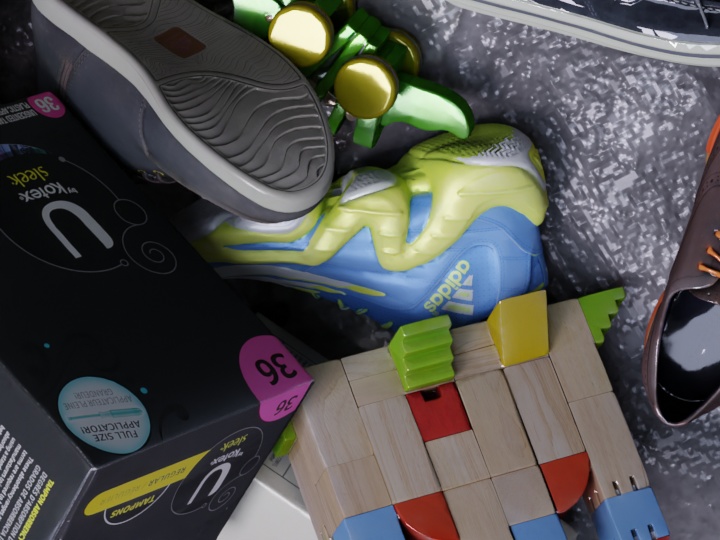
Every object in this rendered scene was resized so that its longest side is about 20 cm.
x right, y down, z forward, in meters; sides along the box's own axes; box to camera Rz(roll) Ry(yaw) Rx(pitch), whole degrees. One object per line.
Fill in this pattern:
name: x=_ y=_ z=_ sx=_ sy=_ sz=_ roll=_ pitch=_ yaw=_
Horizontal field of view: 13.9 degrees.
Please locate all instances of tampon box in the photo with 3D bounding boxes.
tampon box: x=-0.154 y=0.041 z=1.352 sx=0.200 sy=0.150 sz=0.126 roll=46 pitch=128 yaw=19

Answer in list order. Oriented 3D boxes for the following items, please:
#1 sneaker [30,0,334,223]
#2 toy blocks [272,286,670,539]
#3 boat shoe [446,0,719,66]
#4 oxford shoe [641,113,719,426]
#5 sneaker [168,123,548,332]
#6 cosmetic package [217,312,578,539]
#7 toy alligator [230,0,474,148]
sneaker: x=-0.084 y=-0.063 z=1.406 sx=0.200 sy=0.075 sz=0.106 roll=43 pitch=142 yaw=34
toy blocks: x=0.053 y=0.100 z=1.402 sx=0.200 sy=0.100 sz=0.137 roll=-14 pitch=71 yaw=-19
boat shoe: x=0.130 y=-0.140 z=1.355 sx=0.200 sy=0.075 sz=0.062 roll=14 pitch=120 yaw=14
oxford shoe: x=0.185 y=-0.015 z=1.388 sx=0.071 sy=0.073 sz=0.200 roll=19 pitch=114 yaw=6
sneaker: x=0.000 y=0.000 z=1.439 sx=0.200 sy=0.076 sz=0.105 roll=-13 pitch=108 yaw=17
cosmetic package: x=-0.003 y=0.123 z=1.467 sx=0.200 sy=0.105 sz=0.071 roll=36 pitch=131 yaw=0
toy alligator: x=-0.035 y=-0.116 z=1.411 sx=0.200 sy=0.059 sz=0.054 roll=38 pitch=115 yaw=-3
